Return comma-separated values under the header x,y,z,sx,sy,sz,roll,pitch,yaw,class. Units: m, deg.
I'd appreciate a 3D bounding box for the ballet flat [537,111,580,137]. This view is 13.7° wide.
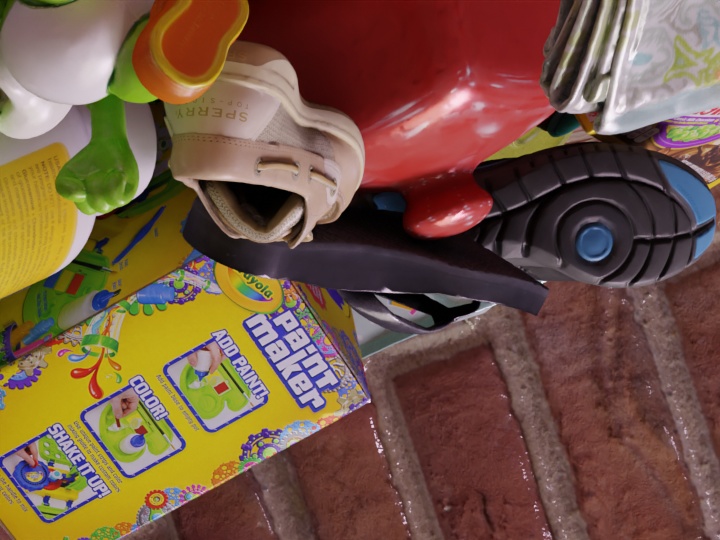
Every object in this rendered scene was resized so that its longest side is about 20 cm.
x,y,z,sx,sy,sz,roll,pitch,yaw,class
0.140,-0.148,1.492,0.073,0.073,0.200,-14,157,-45,ballet flat

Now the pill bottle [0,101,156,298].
x,y,z,sx,sy,sz,roll,pitch,yaw,class
-0.188,-0.036,1.332,0.199,0.113,0.112,-27,-177,-41,pill bottle

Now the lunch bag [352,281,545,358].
x,y,z,sx,sy,sz,roll,pitch,yaw,class
0.042,-0.051,1.859,0.199,0.171,0.122,-21,-177,38,lunch bag

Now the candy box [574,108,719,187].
x,y,z,sx,sy,sz,roll,pitch,yaw,class
0.185,-0.090,1.563,0.102,0.027,0.200,-36,161,16,candy box

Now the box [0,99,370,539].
x,y,z,sx,sy,sz,roll,pitch,yaw,class
-0.115,0.017,1.529,0.192,0.122,0.200,-29,-151,10,box

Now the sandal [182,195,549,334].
x,y,z,sx,sy,sz,roll,pitch,yaw,class
-0.001,0.000,1.411,0.199,0.043,0.076,9,-162,-35,sandal

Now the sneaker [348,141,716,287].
x,y,z,sx,sy,sz,roll,pitch,yaw,class
0.080,-0.030,1.521,0.199,0.074,0.082,-1,-173,-10,sneaker

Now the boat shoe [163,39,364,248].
x,y,z,sx,sy,sz,roll,pitch,yaw,class
-0.044,-0.042,1.275,0.072,0.065,0.200,2,168,11,boat shoe

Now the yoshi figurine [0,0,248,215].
x,y,z,sx,sy,sz,roll,pitch,yaw,class
-0.138,-0.078,1.190,0.111,0.113,0.200,3,167,-33,yoshi figurine

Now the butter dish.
x,y,z,sx,sy,sz,roll,pitch,yaw,class
0.021,-0.087,1.409,0.199,0.149,0.199,-21,176,30,butter dish

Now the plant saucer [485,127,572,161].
x,y,z,sx,sy,sz,roll,pitch,yaw,class
0.086,-0.096,1.597,0.200,0.031,0.200,-47,161,-22,plant saucer

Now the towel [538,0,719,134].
x,y,z,sx,sy,sz,roll,pitch,yaw,class
0.166,-0.149,1.199,0.199,0.172,0.048,-16,-139,-33,towel
